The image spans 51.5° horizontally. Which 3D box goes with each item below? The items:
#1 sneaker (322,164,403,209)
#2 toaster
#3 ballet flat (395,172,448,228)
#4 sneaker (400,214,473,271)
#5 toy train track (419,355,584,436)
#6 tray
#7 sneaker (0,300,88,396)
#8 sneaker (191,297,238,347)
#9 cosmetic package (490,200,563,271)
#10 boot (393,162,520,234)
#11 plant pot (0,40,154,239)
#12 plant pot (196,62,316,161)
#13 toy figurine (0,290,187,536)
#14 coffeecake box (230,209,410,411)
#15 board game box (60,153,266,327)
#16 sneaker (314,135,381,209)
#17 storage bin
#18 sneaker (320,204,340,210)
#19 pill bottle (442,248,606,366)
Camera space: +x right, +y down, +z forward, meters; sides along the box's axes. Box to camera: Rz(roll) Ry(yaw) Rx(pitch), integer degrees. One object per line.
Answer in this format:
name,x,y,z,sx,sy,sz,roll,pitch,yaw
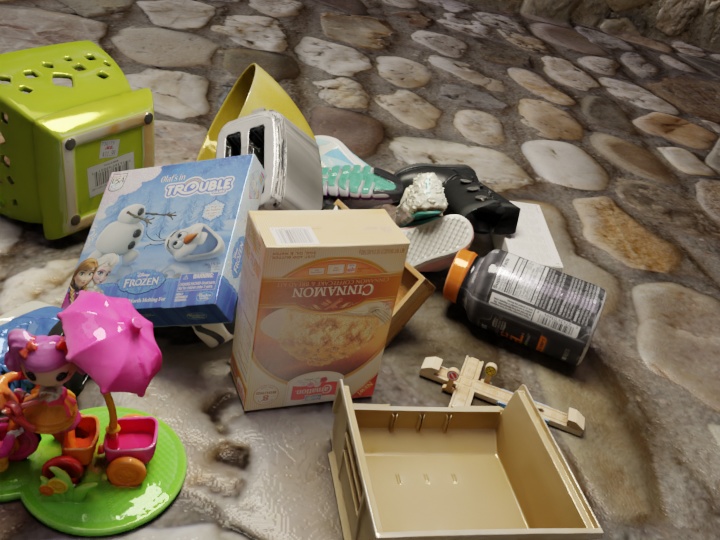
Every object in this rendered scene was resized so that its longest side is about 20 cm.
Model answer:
sneaker,-0.033,-0.104,1.100,0.197,0.089,0.075,6,37,11
toaster,-0.122,-0.112,0.988,0.112,0.129,0.203,-10,68,22
ballet flat,0.089,-0.099,1.087,0.071,0.073,0.200,9,-7,-5
sneaker,0.062,-0.024,1.067,0.197,0.077,0.105,-13,-10,3
toy train track,0.167,0.139,0.871,0.197,0.033,0.115,20,32,10
tray,0.000,0.000,0.970,0.200,0.099,0.037,44,4,39
sneaker,-0.328,0.096,0.711,0.110,0.078,0.200,12,23,17
sneaker,-0.144,-0.020,0.880,0.128,0.080,0.201,-22,51,7
cosmetic package,0.255,-0.043,1.175,0.081,0.051,0.201,7,32,-2
boot,0.142,-0.109,1.190,0.162,0.066,0.201,-11,32,-9
plant pot,-0.385,-0.167,0.992,0.180,0.201,0.199,31,40,25
plant pot,-0.153,-0.195,1.164,0.141,0.201,0.201,28,25,-23
toy figurine,-0.243,0.102,0.632,0.197,0.186,0.151,5,32,-11
coffeecake box,-0.048,0.041,0.785,0.151,0.202,0.073,-3,34,-24
board game box,-0.218,-0.033,0.841,0.197,0.044,0.201,-5,55,19
sneaker,-0.064,-0.156,1.211,0.199,0.081,0.130,33,35,31
storage bin,0.081,0.193,0.695,0.197,0.095,0.200,3,33,-15
sneaker,-0.079,-0.006,0.925,0.089,0.070,0.202,8,58,9
pill bottle,0.209,0.038,0.977,0.198,0.108,0.106,22,32,15
